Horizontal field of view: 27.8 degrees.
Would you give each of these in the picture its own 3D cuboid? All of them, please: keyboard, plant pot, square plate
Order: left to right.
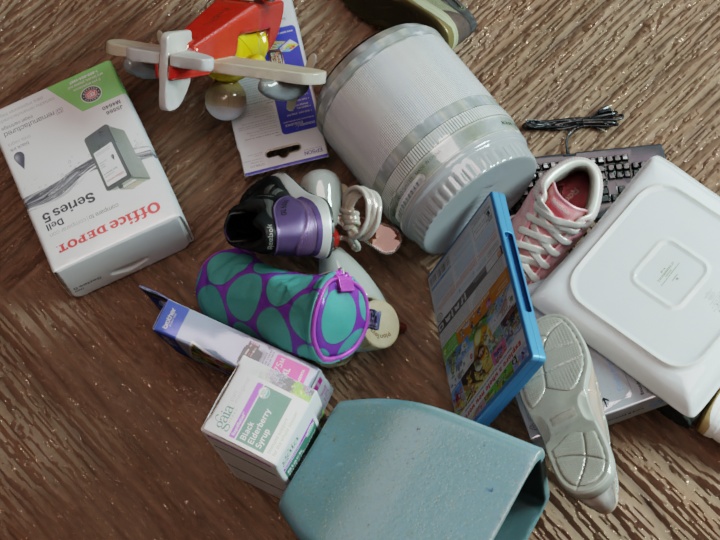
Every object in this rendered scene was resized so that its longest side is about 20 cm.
[{"bbox_3d":[0.041,0.227,1.354,0.200,0.196,0.197,27,75,19],"label":"plant pot"},{"bbox_3d":[0.222,-0.114,1.541,0.199,0.021,0.128,-6,71,1],"label":"keyboard"},{"bbox_3d":[0.295,0.006,1.377,0.198,0.028,0.200,37,79,27],"label":"square plate"}]

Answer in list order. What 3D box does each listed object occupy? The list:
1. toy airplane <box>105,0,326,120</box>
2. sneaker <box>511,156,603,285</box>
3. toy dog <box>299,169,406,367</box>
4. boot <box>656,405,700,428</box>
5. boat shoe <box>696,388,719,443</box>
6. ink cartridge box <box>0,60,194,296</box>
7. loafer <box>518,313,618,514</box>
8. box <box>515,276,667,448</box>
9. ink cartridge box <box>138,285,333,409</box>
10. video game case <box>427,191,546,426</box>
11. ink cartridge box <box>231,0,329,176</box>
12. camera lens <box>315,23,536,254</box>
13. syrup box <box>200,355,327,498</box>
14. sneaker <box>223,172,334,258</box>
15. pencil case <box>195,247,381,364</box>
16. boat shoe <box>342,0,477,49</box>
[{"bbox_3d":[-0.150,-0.212,1.501,0.198,0.142,0.200,-16,37,-13],"label":"toy airplane"},{"bbox_3d":[0.177,-0.033,1.465,0.075,0.105,0.200,36,84,7],"label":"sneaker"},{"bbox_3d":[0.000,0.000,1.474,0.132,0.096,0.201,12,103,46],"label":"toy dog"},{"bbox_3d":[0.306,0.046,1.454,0.130,0.068,0.200,-35,70,-6],"label":"boot"},{"bbox_3d":[0.409,0.091,1.436,0.069,0.071,0.200,33,84,11],"label":"boat shoe"},{"bbox_3d":[-0.283,-0.096,1.533,0.145,0.084,0.200,-25,71,-5],"label":"ink cartridge box"},{"bbox_3d":[0.192,0.133,1.331,0.072,0.063,0.200,-22,46,13],"label":"loafer"},{"bbox_3d":[0.235,0.067,1.403,0.199,0.041,0.156,-21,62,4],"label":"box"},{"bbox_3d":[-0.127,0.082,1.444,0.199,0.119,0.042,26,80,11],"label":"ink cartridge box"},{"bbox_3d":[0.118,0.044,1.407,0.018,0.143,0.201,11,48,-24],"label":"video game case"},{"bbox_3d":[-0.099,-0.197,1.582,0.094,0.037,0.201,-14,69,0],"label":"ink cartridge box"},{"bbox_3d":[0.062,-0.138,1.480,0.160,0.160,0.200,-34,69,-8],"label":"camera lens"},{"bbox_3d":[-0.083,0.156,1.373,0.081,0.200,0.079,25,74,11],"label":"syrup box"},{"bbox_3d":[-0.102,-0.056,1.450,0.087,0.200,0.076,-4,99,-23],"label":"sneaker"},{"bbox_3d":[-0.077,0.030,1.426,0.200,0.085,0.093,13,84,48],"label":"pencil case"},{"bbox_3d":[0.044,-0.302,1.596,0.066,0.072,0.201,-27,55,-36],"label":"boat shoe"}]
